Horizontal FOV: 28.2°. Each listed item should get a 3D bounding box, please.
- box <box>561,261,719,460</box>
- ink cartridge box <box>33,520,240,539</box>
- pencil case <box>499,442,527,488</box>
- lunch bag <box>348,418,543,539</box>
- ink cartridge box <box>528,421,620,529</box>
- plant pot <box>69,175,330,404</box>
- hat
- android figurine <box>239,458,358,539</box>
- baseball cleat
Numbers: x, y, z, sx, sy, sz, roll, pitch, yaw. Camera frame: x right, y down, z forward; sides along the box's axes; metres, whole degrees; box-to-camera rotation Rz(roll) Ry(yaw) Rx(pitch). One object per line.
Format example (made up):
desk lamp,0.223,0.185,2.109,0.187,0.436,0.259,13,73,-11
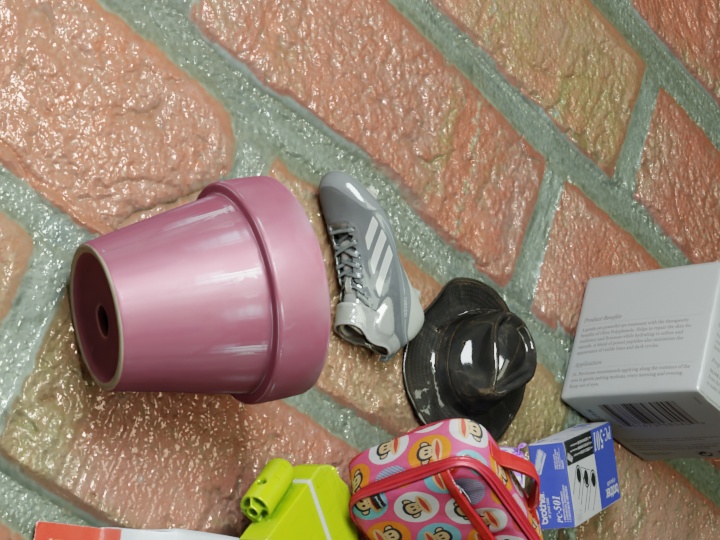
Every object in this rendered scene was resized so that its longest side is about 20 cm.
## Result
box,0.387,0.114,1.719,0.200,0.198,0.172,35,61,-36
ink cartridge box,-0.194,0.304,1.242,0.199,0.050,0.163,17,71,-44
pencil case,0.151,0.283,1.542,0.084,0.085,0.201,-59,142,-85
lunch bag,0.098,0.237,1.423,0.200,0.175,0.082,54,22,-35
ink cartridge box,0.245,0.230,1.624,0.200,0.044,0.095,0,82,-66
plant pot,-0.148,0.026,1.248,0.178,0.200,0.201,-9,89,-29
hat,0.142,0.103,1.570,0.200,0.081,0.202,8,79,-43
android figurine,-0.058,0.265,1.357,0.200,0.041,0.183,-53,131,-51
baseball cleat,0.000,0.000,1.461,0.106,0.070,0.201,-44,112,-39
